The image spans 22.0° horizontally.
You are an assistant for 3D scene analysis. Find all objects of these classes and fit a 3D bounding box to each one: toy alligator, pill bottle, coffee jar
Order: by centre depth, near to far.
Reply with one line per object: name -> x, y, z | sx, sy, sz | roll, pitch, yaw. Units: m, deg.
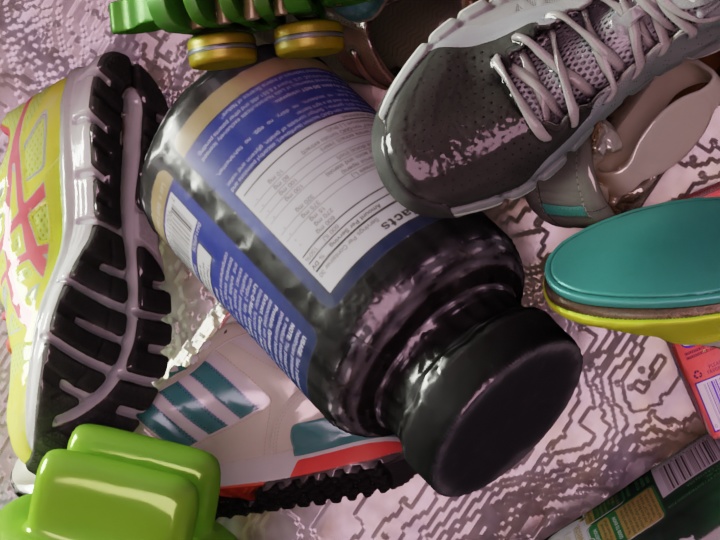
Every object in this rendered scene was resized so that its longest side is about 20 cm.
toy alligator -> -0.020, -0.122, 0.771 | 0.198, 0.054, 0.060 | -6, 89, 15
pill bottle -> 0.000, 0.000, 0.811 | 0.112, 0.112, 0.200 | -48, 62, 7
coffee jar -> 0.111, 0.161, 0.842 | 0.199, 0.085, 0.105 | -31, 107, 8

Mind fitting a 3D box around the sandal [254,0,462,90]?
sandal -> 0.027, -0.114, 0.864 | 0.199, 0.057, 0.081 | 23, 95, 7

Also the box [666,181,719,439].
box -> 0.225, -0.013, 0.820 | 0.198, 0.095, 0.104 | -24, 89, 8

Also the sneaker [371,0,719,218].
sneaker -> 0.095, -0.098, 0.710 | 0.199, 0.115, 0.075 | -35, 89, -17

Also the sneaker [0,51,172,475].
sneaker -> -0.142, 0.001, 0.871 | 0.089, 0.078, 0.202 | -10, 63, 32

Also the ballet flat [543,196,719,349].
ballet flat -> 0.174, 0.000, 0.746 | 0.198, 0.067, 0.067 | -17, 130, 18

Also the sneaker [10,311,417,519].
sneaker -> -0.070, 0.067, 0.888 | 0.197, 0.070, 0.095 | -8, 71, 11

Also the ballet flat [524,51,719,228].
ballet flat -> 0.148, -0.094, 0.814 | 0.200, 0.063, 0.067 | -51, 121, -16

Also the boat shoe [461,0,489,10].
boat shoe -> 0.077, -0.127, 0.822 | 0.074, 0.076, 0.201 | 36, 63, 1

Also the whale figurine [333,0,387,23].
whale figurine -> -0.038, -0.206, 0.828 | 0.159, 0.104, 0.201 | -40, 67, 9

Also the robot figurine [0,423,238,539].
robot figurine -> -0.113, 0.173, 0.800 | 0.114, 0.175, 0.202 | 12, 100, 4
